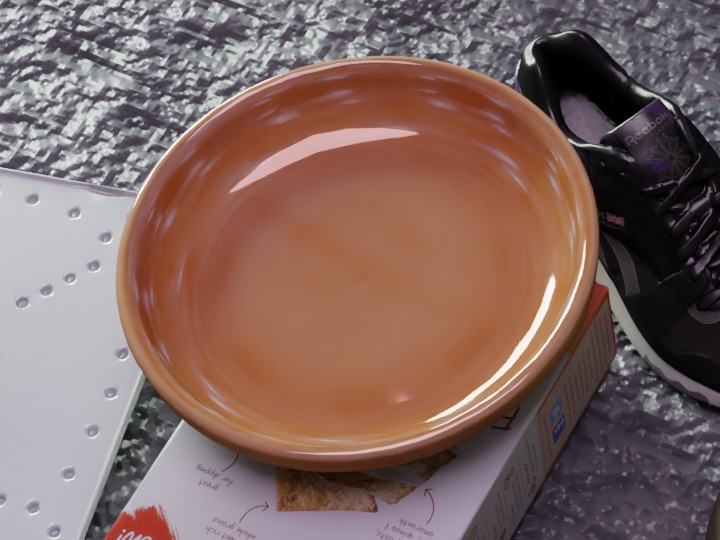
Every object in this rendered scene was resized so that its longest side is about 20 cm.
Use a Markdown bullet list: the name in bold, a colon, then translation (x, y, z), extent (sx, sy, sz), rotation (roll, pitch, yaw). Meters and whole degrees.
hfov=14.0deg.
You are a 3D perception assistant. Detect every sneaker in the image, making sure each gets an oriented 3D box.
- **sneaker**: translation (0.127, -0.022, 1.236), extent (0.076, 0.088, 0.200), rotation (-36, 59, -15)

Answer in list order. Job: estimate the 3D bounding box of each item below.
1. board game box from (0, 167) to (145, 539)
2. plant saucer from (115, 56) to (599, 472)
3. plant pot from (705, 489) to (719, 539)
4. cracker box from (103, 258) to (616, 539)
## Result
- **board game box**: translation (-0.188, 0.043, 1.284), extent (0.199, 0.026, 0.201), rotation (10, 59, 15)
- **plant saucer**: translation (0.000, 0.000, 1.206), extent (0.199, 0.038, 0.201), rotation (-6, 54, 8)
- **plant pot**: translation (0.217, 0.079, 1.070), extent (0.186, 0.200, 0.188), rotation (-3, 65, 6)
- **cracker box**: translation (0.002, 0.073, 1.213), extent (0.133, 0.058, 0.200), rotation (21, 63, 22)
